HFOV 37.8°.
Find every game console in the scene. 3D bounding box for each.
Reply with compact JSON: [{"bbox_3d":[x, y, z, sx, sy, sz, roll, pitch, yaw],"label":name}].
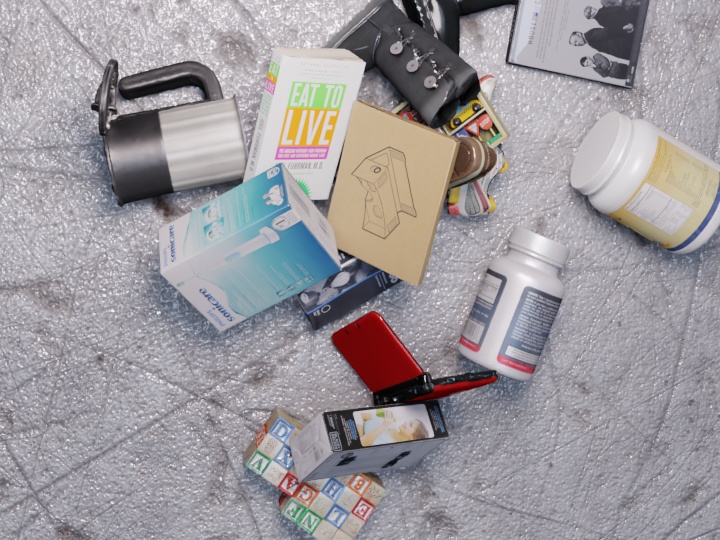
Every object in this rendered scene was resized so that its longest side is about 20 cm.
[{"bbox_3d":[0.072,0.121,1.478,0.169,0.200,0.121,-6,80,-21],"label":"game console"}]

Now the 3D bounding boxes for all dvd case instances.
[{"bbox_3d":[0.318,-0.359,1.534,0.196,0.025,0.153,9,96,-10],"label":"dvd case"}]

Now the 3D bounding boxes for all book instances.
[{"bbox_3d":[-0.080,-0.191,1.394,0.132,0.048,0.203,-7,124,-39],"label":"book"}]

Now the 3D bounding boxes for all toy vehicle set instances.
[{"bbox_3d":[0.095,-0.182,1.466,0.199,0.026,0.125,-35,90,22],"label":"toy vehicle set"}]

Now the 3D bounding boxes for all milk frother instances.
[{"bbox_3d":[-0.246,-0.189,1.372,0.184,0.200,0.184,-12,96,-8],"label":"milk frother"}]

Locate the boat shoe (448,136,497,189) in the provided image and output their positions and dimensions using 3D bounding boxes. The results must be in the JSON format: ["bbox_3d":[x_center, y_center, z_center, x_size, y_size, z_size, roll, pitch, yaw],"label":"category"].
[{"bbox_3d":[0.097,-0.133,1.424,0.074,0.200,0.076,-5,91,-47],"label":"boat shoe"}]

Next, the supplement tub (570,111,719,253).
[{"bbox_3d":[0.418,-0.129,1.523,0.198,0.144,0.146,27,93,-12],"label":"supplement tub"}]

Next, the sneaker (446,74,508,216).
[{"bbox_3d":[0.173,-0.177,1.505,0.080,0.078,0.204,8,105,4],"label":"sneaker"}]

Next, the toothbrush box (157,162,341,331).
[{"bbox_3d":[-0.146,-0.027,1.388,0.198,0.086,0.147,-28,136,13],"label":"toothbrush box"}]

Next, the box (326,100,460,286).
[{"bbox_3d":[0.036,-0.103,1.398,0.162,0.021,0.203,25,113,26],"label":"box"}]

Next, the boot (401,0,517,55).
[{"bbox_3d":[0.148,-0.369,1.483,0.160,0.073,0.202,-22,103,-12],"label":"boot"}]

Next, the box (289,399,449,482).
[{"bbox_3d":[0.013,0.239,1.483,0.197,0.117,0.061,-2,61,-31],"label":"box"}]

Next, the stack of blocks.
[{"bbox_3d":[-0.075,0.308,1.542,0.199,0.059,0.116,37,90,-13],"label":"stack of blocks"}]

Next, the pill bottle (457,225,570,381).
[{"bbox_3d":[0.228,0.046,1.528,0.118,0.120,0.203,21,94,-12],"label":"pill bottle"}]

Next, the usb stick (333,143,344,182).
[{"bbox_3d":[-0.027,-0.150,1.490,0.033,0.055,0.202,-44,106,-39],"label":"usb stick"}]

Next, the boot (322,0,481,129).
[{"bbox_3d":[0.044,-0.256,1.422,0.165,0.065,0.200,-48,67,9],"label":"boot"}]

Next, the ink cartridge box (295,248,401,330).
[{"bbox_3d":[0.000,0.000,1.497,0.198,0.039,0.100,-32,141,-4],"label":"ink cartridge box"}]
